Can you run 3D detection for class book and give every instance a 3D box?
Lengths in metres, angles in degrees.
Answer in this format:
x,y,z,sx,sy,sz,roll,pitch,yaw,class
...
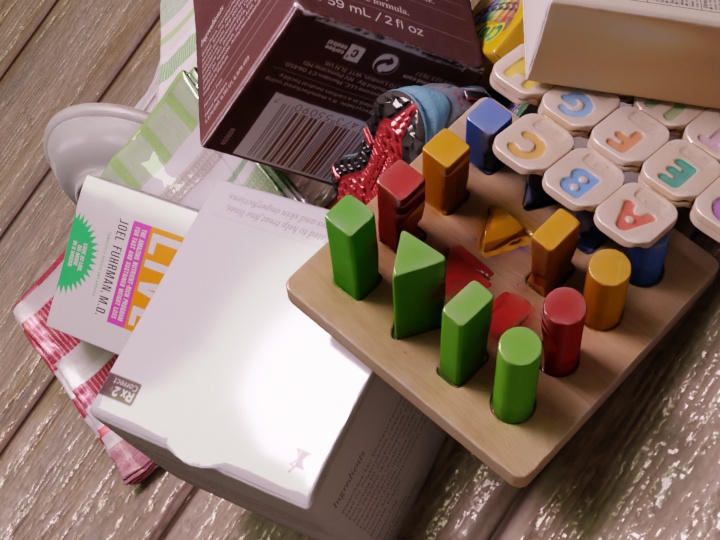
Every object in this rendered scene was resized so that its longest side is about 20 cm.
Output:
x,y,z,sx,sy,sz,roll,pitch,yaw,class
-0.155,0.012,1.278,0.200,0.048,0.134,18,96,28,book

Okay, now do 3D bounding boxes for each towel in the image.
x,y,z,sx,sy,sz,roll,pitch,yaw,class
-0.156,-0.192,1.429,0.152,0.023,0.200,-33,52,54,towel
-0.204,0.065,1.335,0.144,0.023,0.200,-44,74,23,towel
-0.126,-0.048,1.294,0.149,0.031,0.200,-47,73,23,towel

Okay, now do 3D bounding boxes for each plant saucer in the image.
x,y,z,sx,sy,sz,roll,pitch,yaw,class
-0.200,-0.070,1.414,0.200,0.200,0.050,-13,46,45,plant saucer

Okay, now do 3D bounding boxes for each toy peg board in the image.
x,y,z,sx,sy,sz,roll,pitch,yaw,class
0.089,-0.012,0.965,0.200,0.098,0.199,39,69,21,toy peg board

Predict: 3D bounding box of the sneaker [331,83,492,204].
x,y,z,sx,sy,sz,roll,pitch,yaw,class
0.045,-0.072,1.152,0.079,0.095,0.200,68,156,13,sneaker

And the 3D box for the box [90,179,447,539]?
x,y,z,sx,sy,sz,roll,pitch,yaw,class
-0.044,0.069,1.101,0.199,0.131,0.200,18,72,32,box

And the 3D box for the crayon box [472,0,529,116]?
x,y,z,sx,sy,sz,roll,pitch,yaw,class
0.137,-0.204,1.228,0.200,0.052,0.126,-53,18,-8,crayon box

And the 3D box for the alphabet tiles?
x,y,z,sx,sy,sz,roll,pitch,yaw,class
0.185,-0.095,1.000,0.200,0.015,0.196,38,53,21,alphabet tiles

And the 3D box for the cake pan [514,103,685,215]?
x,y,z,sx,sy,sz,roll,pitch,yaw,class
0.177,-0.088,1.118,0.200,0.037,0.201,-31,39,29,cake pan

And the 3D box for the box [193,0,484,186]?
x,y,z,sx,sy,sz,roll,pitch,yaw,class
-0.024,-0.196,1.233,0.164,0.166,0.200,-50,36,42,box

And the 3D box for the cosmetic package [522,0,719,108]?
x,y,z,sx,sy,sz,roll,pitch,yaw,class
0.208,-0.165,1.008,0.071,0.199,0.105,103,174,-48,cosmetic package

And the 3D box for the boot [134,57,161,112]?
x,y,z,sx,sy,sz,roll,pitch,yaw,class
-0.183,-0.166,1.621,0.200,0.073,0.096,-56,38,10,boot

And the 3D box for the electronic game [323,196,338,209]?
x,y,z,sx,sy,sz,roll,pitch,yaw,class
0.000,0.000,1.250,0.200,0.042,0.200,-32,38,29,electronic game
